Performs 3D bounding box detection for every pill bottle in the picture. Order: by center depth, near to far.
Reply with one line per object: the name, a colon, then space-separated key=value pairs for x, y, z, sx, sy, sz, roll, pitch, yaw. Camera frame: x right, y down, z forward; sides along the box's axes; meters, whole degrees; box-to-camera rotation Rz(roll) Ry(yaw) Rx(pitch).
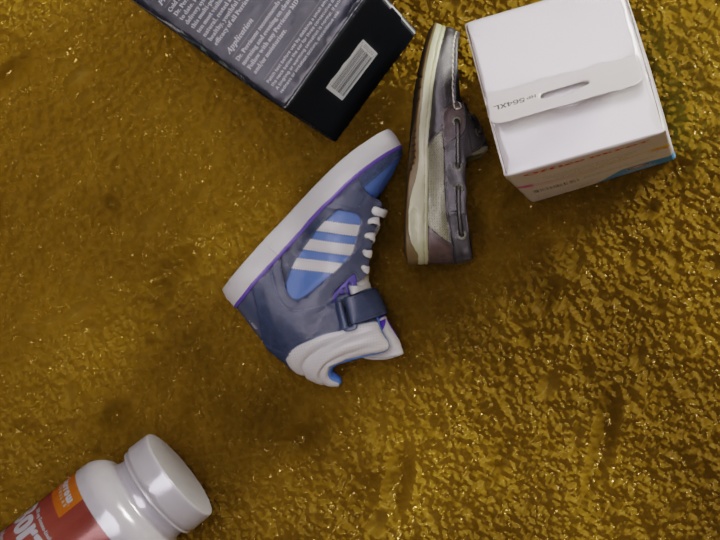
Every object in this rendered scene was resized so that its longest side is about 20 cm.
pill bottle: x=-0.225 y=0.228 z=1.747 sx=0.200 sy=0.112 sz=0.112 roll=-39 pitch=80 yaw=5

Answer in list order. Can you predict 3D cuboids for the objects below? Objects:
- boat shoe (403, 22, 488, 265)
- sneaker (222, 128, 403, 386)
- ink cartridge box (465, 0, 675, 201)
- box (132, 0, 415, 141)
boat shoe: x=0.072 y=-0.102 z=1.747 sx=0.065 sy=0.073 sz=0.200 roll=5 pitch=89 yaw=0
sneaker: x=0.000 y=0.000 z=1.748 sx=0.146 sy=0.081 sz=0.200 roll=44 pitch=90 yaw=3
ink cartridge box: x=0.166 y=-0.140 z=1.661 sx=0.128 sy=0.200 sz=0.125 roll=-16 pitch=82 yaw=8
box: x=-0.081 y=-0.218 z=1.713 sx=0.197 sy=0.200 sz=0.124 roll=38 pitch=93 yaw=12
